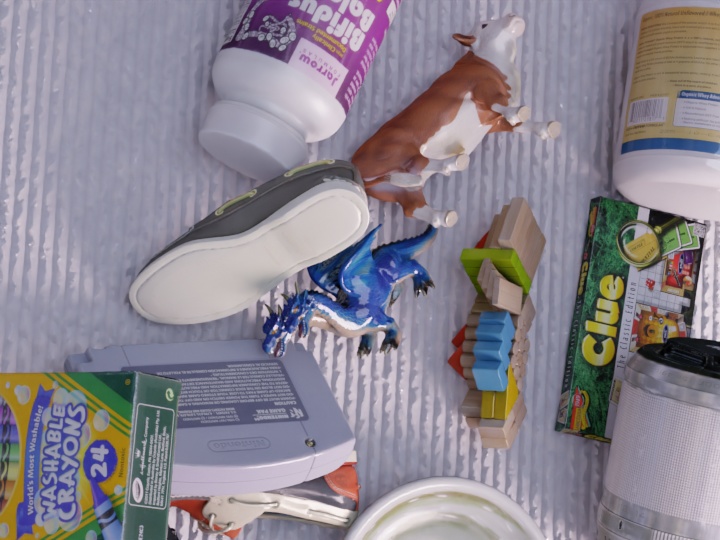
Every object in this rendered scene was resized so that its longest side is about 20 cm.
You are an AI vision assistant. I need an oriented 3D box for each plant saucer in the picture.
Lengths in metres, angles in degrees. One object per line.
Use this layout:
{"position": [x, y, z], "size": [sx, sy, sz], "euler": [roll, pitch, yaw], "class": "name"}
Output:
{"position": [0.060, 0.262, 1.764], "size": [0.200, 0.050, 0.200], "euler": [3, 83, -22], "class": "plant saucer"}

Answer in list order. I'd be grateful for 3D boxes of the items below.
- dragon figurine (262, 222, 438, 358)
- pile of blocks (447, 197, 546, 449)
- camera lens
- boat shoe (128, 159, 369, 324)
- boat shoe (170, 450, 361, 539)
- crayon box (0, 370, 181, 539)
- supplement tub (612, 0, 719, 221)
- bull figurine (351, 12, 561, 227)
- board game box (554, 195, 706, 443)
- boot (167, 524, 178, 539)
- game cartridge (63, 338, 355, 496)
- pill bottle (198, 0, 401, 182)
{"position": [0.000, 0.000, 1.750], "size": [0.099, 0.059, 0.200], "euler": [45, 62, -25], "class": "dragon figurine"}
{"position": [0.098, 0.041, 1.797], "size": [0.082, 0.062, 0.200], "euler": [29, 65, -59], "class": "pile of blocks"}
{"position": [0.276, 0.161, 1.782], "size": [0.160, 0.160, 0.200], "euler": [7, 98, -20], "class": "camera lens"}
{"position": [-0.085, -0.022, 1.711], "size": [0.202, 0.060, 0.072], "euler": [-25, 123, 15], "class": "boat shoe"}
{"position": [-0.092, 0.173, 1.712], "size": [0.200, 0.071, 0.063], "euler": [-1, 86, -25], "class": "boat shoe"}
{"position": [-0.223, 0.137, 1.597], "size": [0.052, 0.200, 0.126], "euler": [16, 75, -51], "class": "crayon box"}
{"position": [0.292, -0.153, 1.857], "size": [0.145, 0.145, 0.200], "euler": [14, 79, -19], "class": "supplement tub"}
{"position": [0.081, -0.121, 1.800], "size": [0.200, 0.121, 0.065], "euler": [-44, 133, -12], "class": "bull figurine"}
{"position": [0.227, 0.046, 1.872], "size": [0.105, 0.023, 0.200], "euler": [13, 79, -16], "class": "board game box"}
{"position": [-0.162, 0.265, 1.608], "size": [0.076, 0.200, 0.168], "euler": [-10, 89, 1], "class": "boot"}
{"position": [-0.111, 0.109, 1.679], "size": [0.200, 0.042, 0.133], "euler": [-1, 48, -29], "class": "game cartridge"}
{"position": [-0.048, -0.172, 1.748], "size": [0.112, 0.112, 0.200], "euler": [29, 74, -15], "class": "pill bottle"}
